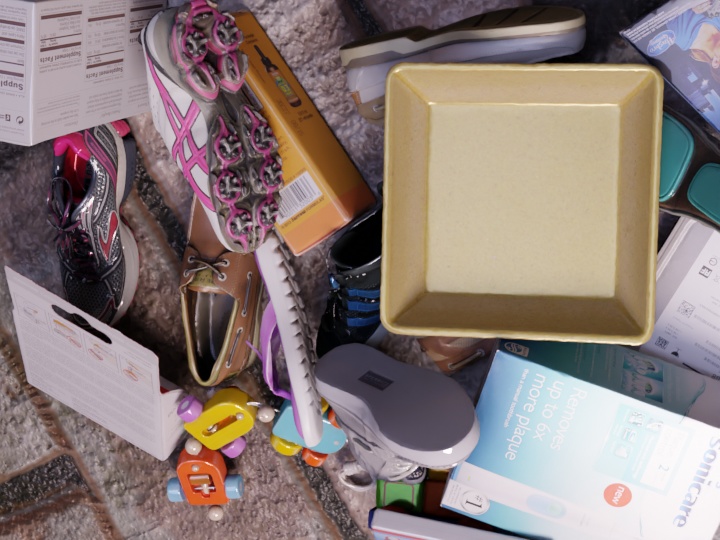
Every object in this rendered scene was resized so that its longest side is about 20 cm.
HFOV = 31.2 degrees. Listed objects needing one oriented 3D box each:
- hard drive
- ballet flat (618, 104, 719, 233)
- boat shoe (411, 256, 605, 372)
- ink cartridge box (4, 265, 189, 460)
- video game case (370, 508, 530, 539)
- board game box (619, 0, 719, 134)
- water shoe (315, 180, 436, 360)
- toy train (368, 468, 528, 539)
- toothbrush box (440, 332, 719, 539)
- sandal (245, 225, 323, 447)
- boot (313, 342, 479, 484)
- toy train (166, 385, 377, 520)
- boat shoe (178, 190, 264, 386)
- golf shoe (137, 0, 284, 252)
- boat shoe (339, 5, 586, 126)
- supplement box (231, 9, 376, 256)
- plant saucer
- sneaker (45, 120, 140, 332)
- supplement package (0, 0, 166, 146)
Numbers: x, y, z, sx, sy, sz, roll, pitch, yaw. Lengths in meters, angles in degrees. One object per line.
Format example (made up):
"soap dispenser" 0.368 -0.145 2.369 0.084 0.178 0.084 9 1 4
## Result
"hard drive" 0.278 0.041 0.997 0.140 0.038 0.200 32 115 10
"ballet flat" 0.249 -0.062 0.920 0.064 0.200 0.067 18 108 -31
"boat shoe" 0.134 0.028 1.034 0.200 0.076 0.072 -21 108 27
"ink cartridge box" -0.229 0.074 1.141 0.161 0.050 0.200 28 145 12
"video game case" 0.089 0.252 1.063 0.143 0.017 0.200 9 151 13
"board game box" 0.323 -0.141 0.913 0.200 0.062 0.200 -30 94 25
"water shoe" 0.000 0.000 1.053 0.200 0.079 0.072 -55 39 30
"toy train" 0.109 0.176 1.083 0.200 0.085 0.116 3 93 20
"toothbrush box" 0.180 0.137 0.982 0.200 0.085 0.147 20 115 4
"sandal" -0.071 0.052 1.077 0.050 0.082 0.203 -15 74 6
"boot" 0.039 0.127 1.003 0.073 0.200 0.096 -33 118 -16
"toy train" -0.088 0.154 1.165 0.200 0.056 0.150 -8 129 13
"boat shoe" -0.120 0.004 1.121 0.072 0.068 0.200 3 106 20
"golf shoe" -0.120 -0.111 1.024 0.092 0.073 0.200 -4 103 48
"boat shoe" 0.083 -0.159 0.999 0.200 0.075 0.069 -4 110 29
"supplement box" -0.074 -0.116 1.071 0.069 0.067 0.200 -31 92 29
"plant saucer" 0.118 -0.051 0.951 0.200 0.048 0.200 2 94 10
"sneaker" -0.250 -0.039 1.155 0.080 0.075 0.200 7 108 18
"supplement package" -0.276 -0.183 1.054 0.155 0.200 0.111 12 108 18
